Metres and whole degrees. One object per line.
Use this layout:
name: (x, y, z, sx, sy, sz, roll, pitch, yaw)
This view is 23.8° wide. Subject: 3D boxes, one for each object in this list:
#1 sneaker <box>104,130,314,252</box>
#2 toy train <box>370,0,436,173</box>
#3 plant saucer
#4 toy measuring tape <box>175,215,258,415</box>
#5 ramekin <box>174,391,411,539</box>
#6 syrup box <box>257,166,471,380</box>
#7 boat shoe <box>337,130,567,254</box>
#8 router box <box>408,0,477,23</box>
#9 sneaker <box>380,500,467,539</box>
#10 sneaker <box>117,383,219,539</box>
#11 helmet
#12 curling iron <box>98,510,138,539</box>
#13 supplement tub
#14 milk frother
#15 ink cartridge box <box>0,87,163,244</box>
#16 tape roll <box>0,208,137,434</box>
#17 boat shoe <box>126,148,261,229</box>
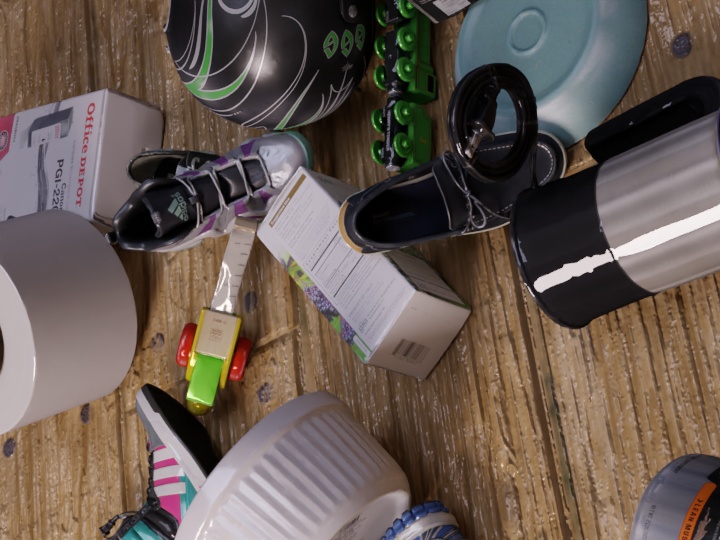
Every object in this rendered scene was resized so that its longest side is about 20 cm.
sneaker: (-0.144, -0.063, 1.558, 0.199, 0.140, 0.078, -29, 86, 23)
toy train: (0.042, -0.181, 1.534, 0.042, 0.056, 0.201, -13, 68, 44)
plant saucer: (0.150, -0.197, 1.454, 0.199, 0.036, 0.201, -16, 65, 39)
toy measuring tape: (-0.128, 0.040, 1.594, 0.073, 0.073, 0.201, 30, 110, 44)
ramekin: (-0.048, 0.210, 1.391, 0.105, 0.200, 0.201, 38, 103, 24)
syrup box: (0.000, 0.000, 1.495, 0.082, 0.079, 0.200, -56, 47, 14)
boat shoe: (0.077, -0.062, 1.404, 0.199, 0.062, 0.075, -18, 93, -1)
router box: (0.043, -0.340, 1.497, 0.062, 0.150, 0.201, -24, 50, 36)
sneaker: (0.026, 0.287, 1.380, 0.085, 0.077, 0.201, 42, 105, 38)
sneaker: (-0.184, 0.209, 1.598, 0.121, 0.084, 0.200, -46, 51, 10)
helmet: (-0.083, -0.224, 1.574, 0.200, 0.199, 0.192, 52, 139, 40)
curling iron: (-0.243, 0.328, 1.643, 0.049, 0.026, 0.201, 13, 88, 7)
supplement tub: (0.287, 0.200, 1.132, 0.199, 0.122, 0.123, 11, 84, 44)
milk frother: (0.189, -0.079, 1.265, 0.187, 0.200, 0.182, -24, 57, 35)
ink cartridge box: (-0.309, -0.099, 1.812, 0.199, 0.085, 0.147, -8, 72, 39)
tape roll: (-0.339, 0.050, 1.702, 0.202, 0.139, 0.204, 12, 110, 37)
boat shoe: (-0.153, -0.081, 1.674, 0.199, 0.064, 0.071, 10, 83, 43)
